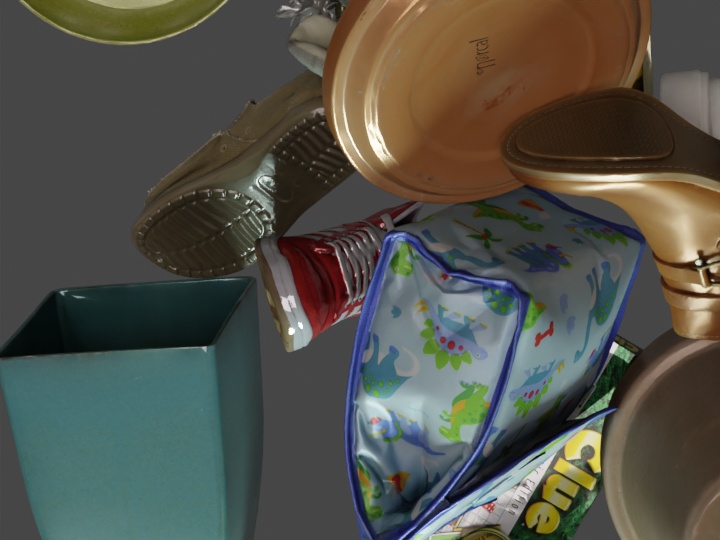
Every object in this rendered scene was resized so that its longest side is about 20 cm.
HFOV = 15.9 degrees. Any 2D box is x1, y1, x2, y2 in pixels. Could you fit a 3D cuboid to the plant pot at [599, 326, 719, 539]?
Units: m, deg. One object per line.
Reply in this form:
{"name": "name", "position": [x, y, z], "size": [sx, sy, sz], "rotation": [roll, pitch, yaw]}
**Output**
{"name": "plant pot", "position": [0.246, 0.140, 1.559], "size": [0.199, 0.175, 0.202], "rotation": [1, 106, 3]}

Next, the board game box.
{"name": "board game box", "position": [0.107, 0.122, 1.669], "size": [0.104, 0.023, 0.201], "rotation": [29, 104, 2]}

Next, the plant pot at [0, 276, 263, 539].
{"name": "plant pot", "position": [-0.134, 0.123, 1.655], "size": [0.140, 0.141, 0.201], "rotation": [-4, 107, 11]}

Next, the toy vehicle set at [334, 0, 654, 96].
{"name": "toy vehicle set", "position": [0.084, -0.157, 1.619], "size": [0.199, 0.027, 0.125], "rotation": [-3, 99, 10]}

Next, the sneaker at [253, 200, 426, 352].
{"name": "sneaker", "position": [0.000, 0.000, 1.577], "size": [0.112, 0.200, 0.072], "rotation": [-14, 93, 4]}

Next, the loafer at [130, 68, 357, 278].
{"name": "loafer", "position": [-0.065, -0.062, 1.638], "size": [0.199, 0.068, 0.076], "rotation": [-30, 120, 31]}

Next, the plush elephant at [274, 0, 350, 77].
{"name": "plush elephant", "position": [0.038, -0.161, 1.525], "size": [0.200, 0.164, 0.155], "rotation": [-51, 52, 31]}

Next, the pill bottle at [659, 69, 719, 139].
{"name": "pill bottle", "position": [0.282, -0.084, 1.554], "size": [0.199, 0.113, 0.114], "rotation": [-3, 100, 10]}

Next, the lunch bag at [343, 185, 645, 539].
{"name": "lunch bag", "position": [0.074, 0.066, 1.553], "size": [0.127, 0.170, 0.201], "rotation": [28, 115, 24]}

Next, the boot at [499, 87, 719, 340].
{"name": "boot", "position": [0.182, -0.029, 1.500], "size": [0.199, 0.077, 0.156], "rotation": [-6, 134, -1]}

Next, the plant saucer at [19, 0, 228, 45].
{"name": "plant saucer", "position": [-0.149, -0.245, 1.642], "size": [0.199, 0.031, 0.201], "rotation": [2, 100, 10]}

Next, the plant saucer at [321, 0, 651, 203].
{"name": "plant saucer", "position": [0.076, -0.118, 1.467], "size": [0.199, 0.032, 0.201], "rotation": [-14, 133, -16]}
